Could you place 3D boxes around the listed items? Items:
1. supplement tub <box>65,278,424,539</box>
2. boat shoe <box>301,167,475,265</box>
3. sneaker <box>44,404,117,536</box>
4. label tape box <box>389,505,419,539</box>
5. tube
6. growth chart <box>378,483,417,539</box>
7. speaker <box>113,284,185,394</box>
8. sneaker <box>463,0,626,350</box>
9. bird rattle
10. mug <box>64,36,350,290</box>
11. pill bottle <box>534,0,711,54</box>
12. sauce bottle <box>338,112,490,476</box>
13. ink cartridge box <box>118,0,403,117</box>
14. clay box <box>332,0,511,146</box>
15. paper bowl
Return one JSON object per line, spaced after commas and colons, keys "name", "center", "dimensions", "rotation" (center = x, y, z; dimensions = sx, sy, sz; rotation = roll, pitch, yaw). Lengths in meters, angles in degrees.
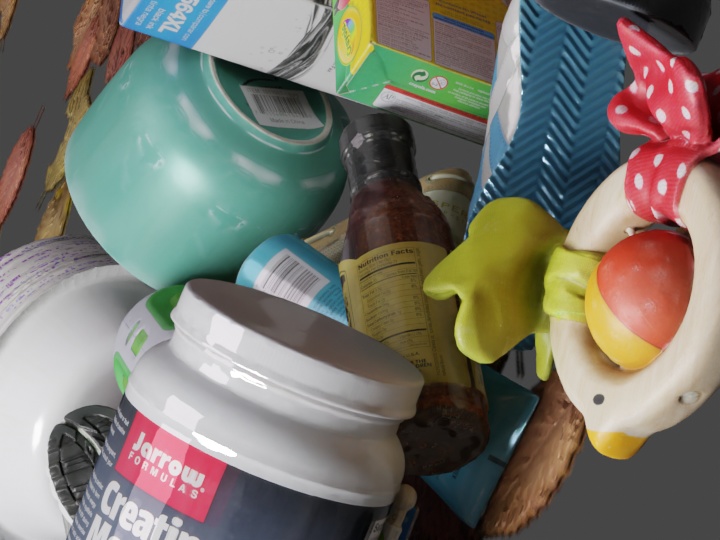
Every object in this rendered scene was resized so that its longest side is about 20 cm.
{"name": "supplement tub", "center": [-0.063, 0.120, 1.349], "dimensions": [0.201, 0.140, 0.140], "rotation": [-68, 23, 8]}
{"name": "boat shoe", "center": [-0.002, -0.001, 1.612], "dimensions": [0.200, 0.073, 0.063], "rotation": [-30, 37, 55]}
{"name": "sneaker", "center": [-0.134, 0.181, 1.665], "dimensions": [0.079, 0.073, 0.202], "rotation": [100, 158, -76]}
{"name": "label tape box", "center": [-0.007, 0.197, 1.472], "dimensions": [0.201, 0.063, 0.144], "rotation": [-66, 23, 8]}
{"name": "tube", "center": [0.011, 0.049, 1.502], "dimensions": [0.200, 0.050, 0.078], "rotation": [38, 115, 38]}
{"name": "growth chart", "center": [-0.030, 0.153, 1.458], "dimensions": [0.146, 0.018, 0.200], "rotation": [-69, 21, 4]}
{"name": "speaker", "center": [-0.087, 0.059, 1.553], "dimensions": [0.200, 0.088, 0.089], "rotation": [-145, 75, -78]}
{"name": "sneaker", "center": [0.096, -0.057, 1.438], "dimensions": [0.081, 0.076, 0.202], "rotation": [102, 180, -85]}
{"name": "bird rattle", "center": [0.137, -0.006, 1.307], "dimensions": [0.200, 0.112, 0.164], "rotation": [-42, 46, 27]}
{"name": "mug", "center": [-0.079, -0.081, 1.688], "dimensions": [0.114, 0.152, 0.185], "rotation": [-47, 13, 35]}
{"name": "pill bottle", "center": [0.152, -0.211, 1.349], "dimensions": [0.112, 0.111, 0.201], "rotation": [5, 74, 67]}
{"name": "sauce bottle", "center": [0.022, 0.008, 1.456], "dimensions": [0.066, 0.066, 0.201], "rotation": [-51, 35, 40]}
{"name": "ink cartridge box", "center": [-0.028, -0.188, 1.645], "dimensions": [0.084, 0.199, 0.147], "rotation": [-46, 33, 50]}
{"name": "clay box", "center": [0.042, -0.164, 1.573], "dimensions": [0.048, 0.114, 0.201], "rotation": [-53, 28, 40]}
{"name": "paper bowl", "center": [-0.173, 0.087, 1.773], "dimensions": [0.104, 0.200, 0.202], "rotation": [25, 96, 45]}
